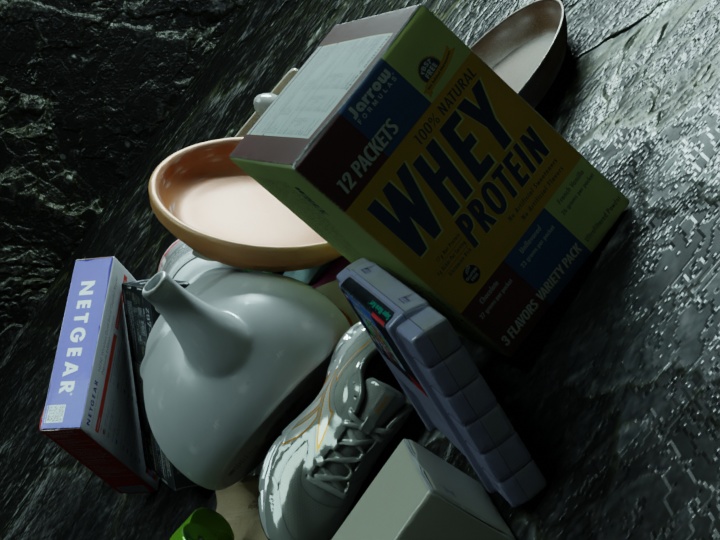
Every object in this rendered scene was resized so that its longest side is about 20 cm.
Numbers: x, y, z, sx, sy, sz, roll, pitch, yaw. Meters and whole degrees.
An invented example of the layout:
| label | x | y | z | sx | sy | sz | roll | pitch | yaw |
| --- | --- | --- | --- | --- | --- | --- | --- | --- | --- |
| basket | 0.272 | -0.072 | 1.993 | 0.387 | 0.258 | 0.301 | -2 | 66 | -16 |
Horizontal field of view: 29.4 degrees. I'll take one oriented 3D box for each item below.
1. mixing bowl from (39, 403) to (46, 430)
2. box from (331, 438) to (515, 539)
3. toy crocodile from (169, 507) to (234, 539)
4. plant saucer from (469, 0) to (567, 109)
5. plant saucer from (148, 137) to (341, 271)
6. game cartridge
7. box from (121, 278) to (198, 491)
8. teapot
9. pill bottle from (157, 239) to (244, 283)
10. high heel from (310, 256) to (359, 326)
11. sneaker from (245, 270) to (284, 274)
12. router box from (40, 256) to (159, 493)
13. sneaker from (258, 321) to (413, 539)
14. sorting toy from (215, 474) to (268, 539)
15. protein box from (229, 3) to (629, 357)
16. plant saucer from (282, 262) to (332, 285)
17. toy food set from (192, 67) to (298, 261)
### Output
| label | x | y | z | sx | sy | sz | roll | pitch | yaw |
| --- | --- | --- | --- | --- | --- | --- | --- | --- | --- |
| mixing bowl | -0.304 | 0.140 | 1.717 | 0.200 | 0.108 | 0.200 | -49 | 19 | 23 |
| box | 0.003 | 0.209 | 0.829 | 0.200 | 0.068 | 0.082 | -54 | 18 | 9 |
| toy crocodile | -0.119 | 0.252 | 1.017 | 0.068 | 0.062 | 0.200 | -54 | 26 | 17 |
| plant saucer | 0.110 | -0.152 | 1.190 | 0.200 | 0.032 | 0.200 | -42 | 19 | 18 |
| plant saucer | -0.080 | -0.054 | 1.162 | 0.201 | 0.199 | 0.038 | -90 | 5 | -60 |
| game cartridge | 0.043 | 0.064 | 0.873 | 0.038 | 0.130 | 0.200 | -38 | 16 | -4 |
| box | -0.198 | 0.110 | 1.394 | 0.160 | 0.043 | 0.201 | -179 | 81 | -71 |
| teapot | -0.110 | 0.071 | 1.122 | 0.197 | 0.146 | 0.200 | -35 | -18 | -51 |
| pill bottle | -0.161 | 0.028 | 1.512 | 0.114 | 0.114 | 0.200 | -56 | 18 | 4 |
| high heel | 0.000 | 0.000 | 1.220 | 0.201 | 0.067 | 0.096 | -58 | 3 | 20 |
| sneaker | -0.093 | -0.030 | 1.307 | 0.078 | 0.085 | 0.200 | -53 | -1 | -18 |
| router box | -0.263 | 0.114 | 1.482 | 0.049 | 0.180 | 0.201 | -5 | 59 | 18 |
| sneaker | -0.008 | 0.116 | 1.003 | 0.201 | 0.075 | 0.092 | -65 | 15 | -20 |
| sorting toy | -0.108 | 0.264 | 1.103 | 0.185 | 0.036 | 0.201 | -25 | 41 | 60 |
| protein box | 0.040 | -0.065 | 0.964 | 0.135 | 0.198 | 0.200 | -51 | 17 | -6 |
| plant saucer | -0.040 | -0.010 | 1.287 | 0.201 | 0.027 | 0.200 | -54 | -1 | -2 |
| toy food set | -0.117 | -0.115 | 1.457 | 0.144 | 0.060 | 0.201 | -45 | 20 | 34 |
